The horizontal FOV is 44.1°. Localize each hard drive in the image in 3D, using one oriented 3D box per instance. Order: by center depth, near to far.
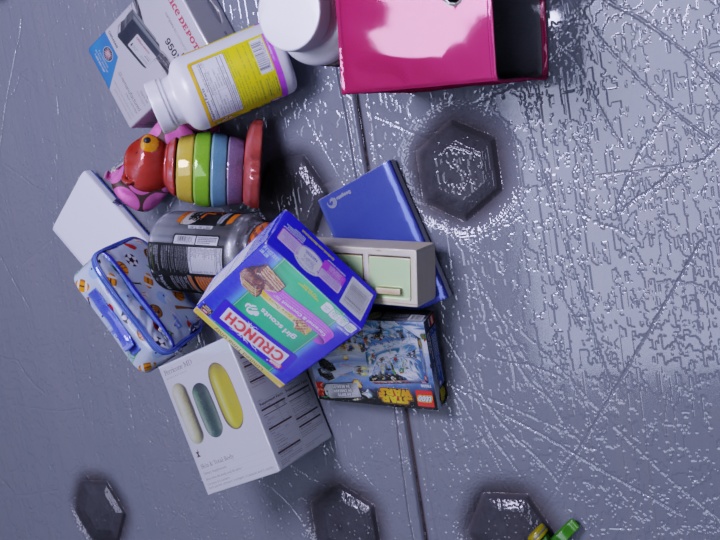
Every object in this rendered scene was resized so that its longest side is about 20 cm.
[{"bbox_3d":[0.032,-0.033,1.244,0.130,0.025,0.203,-25,87,31],"label":"hard drive"},{"bbox_3d":[-0.421,-0.048,1.484,0.200,0.025,0.133,46,117,14],"label":"hard drive"}]

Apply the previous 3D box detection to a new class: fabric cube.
[{"bbox_3d":[0.098,-0.316,1.053,0.196,0.199,0.201,1,102,29],"label":"fabric cube"}]

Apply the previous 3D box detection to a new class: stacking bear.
[{"bbox_3d":[-0.241,-0.149,1.275,0.195,0.123,0.115,3,144,-6],"label":"stacking bear"}]

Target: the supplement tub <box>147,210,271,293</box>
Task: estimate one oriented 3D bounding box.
[{"bbox_3d":[-0.208,-0.025,1.324,0.196,0.122,0.125,4,102,27],"label":"supplement tub"}]

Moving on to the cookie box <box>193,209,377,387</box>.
[{"bbox_3d":[-0.103,0.044,1.189,0.171,0.076,0.199,42,134,-12],"label":"cookie box"}]

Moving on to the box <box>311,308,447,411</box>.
[{"bbox_3d":[0.018,0.122,1.257,0.196,0.040,0.140,1,115,29],"label":"box"}]

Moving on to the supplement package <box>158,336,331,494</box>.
[{"bbox_3d":[-0.171,0.197,1.329,0.150,0.150,0.204,-23,88,31],"label":"supplement package"}]

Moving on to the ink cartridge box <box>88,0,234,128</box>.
[{"bbox_3d":[-0.294,-0.331,1.333,0.199,0.084,0.146,-34,83,29],"label":"ink cartridge box"}]

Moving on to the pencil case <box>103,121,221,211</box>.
[{"bbox_3d":[-0.303,-0.179,1.361,0.093,0.091,0.200,39,117,-19],"label":"pencil case"}]

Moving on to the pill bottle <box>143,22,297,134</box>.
[{"bbox_3d":[-0.194,-0.261,1.230,0.197,0.104,0.106,-23,88,-5],"label":"pill bottle"}]

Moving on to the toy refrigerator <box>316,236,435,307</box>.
[{"bbox_3d":[0.000,0.000,1.214,0.196,0.070,0.078,4,102,28],"label":"toy refrigerator"}]

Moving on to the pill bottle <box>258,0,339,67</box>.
[{"bbox_3d":[-0.039,-0.321,1.128,0.117,0.199,0.123,6,103,27],"label":"pill bottle"}]

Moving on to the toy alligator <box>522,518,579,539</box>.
[{"bbox_3d":[0.223,0.408,1.207,0.059,0.054,0.201,46,117,14],"label":"toy alligator"}]

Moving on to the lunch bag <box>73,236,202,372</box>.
[{"bbox_3d":[-0.333,0.053,1.353,0.075,0.160,0.201,-38,90,22],"label":"lunch bag"}]
